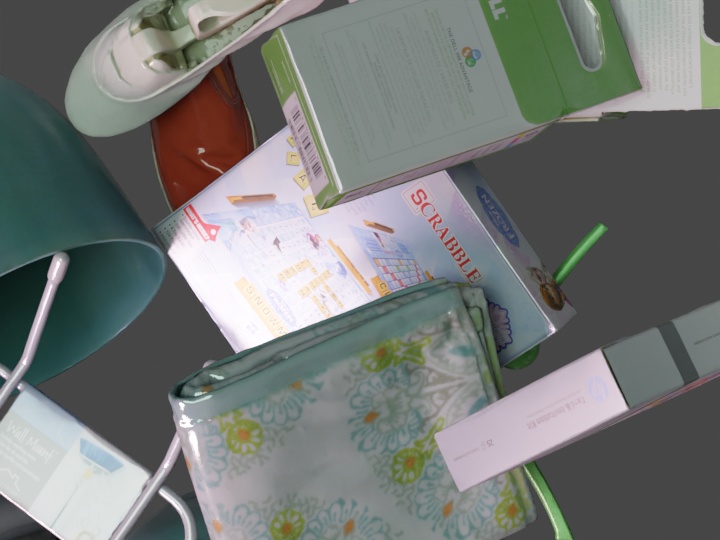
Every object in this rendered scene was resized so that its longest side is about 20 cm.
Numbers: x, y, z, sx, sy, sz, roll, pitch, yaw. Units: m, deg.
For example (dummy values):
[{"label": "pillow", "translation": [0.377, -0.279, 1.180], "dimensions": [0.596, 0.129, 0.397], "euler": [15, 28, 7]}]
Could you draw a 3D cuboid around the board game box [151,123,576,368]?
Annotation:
[{"label": "board game box", "translation": [0.000, 0.000, 1.669], "dimensions": [0.199, 0.041, 0.201], "euler": [-34, 90, 29]}]

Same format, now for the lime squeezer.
[{"label": "lime squeezer", "translation": [0.109, 0.066, 1.682], "dimensions": [0.070, 0.038, 0.202], "euler": [7, 93, 18]}]

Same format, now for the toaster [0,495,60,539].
[{"label": "toaster", "translation": [-0.313, 0.167, 1.782], "dimensions": [0.200, 0.119, 0.181], "euler": [-40, 81, 15]}]

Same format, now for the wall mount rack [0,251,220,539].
[{"label": "wall mount rack", "translation": [-0.174, 0.097, 1.628], "dimensions": [0.199, 0.075, 0.174], "euler": [34, 90, 11]}]

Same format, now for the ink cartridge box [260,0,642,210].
[{"label": "ink cartridge box", "translation": [0.053, -0.118, 1.583], "dimensions": [0.199, 0.059, 0.105], "euler": [-19, 85, -15]}]

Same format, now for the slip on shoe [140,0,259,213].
[{"label": "slip on shoe", "translation": [-0.110, -0.116, 1.734], "dimensions": [0.073, 0.061, 0.202], "euler": [-5, 92, 16]}]

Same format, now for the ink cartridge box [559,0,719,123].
[{"label": "ink cartridge box", "translation": [0.154, -0.165, 1.640], "dimensions": [0.198, 0.076, 0.149], "euler": [-1, 92, 17]}]

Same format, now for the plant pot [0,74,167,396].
[{"label": "plant pot", "translation": [-0.246, -0.029, 1.718], "dimensions": [0.200, 0.200, 0.162], "euler": [-34, 70, 16]}]

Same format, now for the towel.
[{"label": "towel", "translation": [-0.001, 0.111, 1.601], "dimensions": [0.199, 0.048, 0.172], "euler": [-21, 112, -10]}]

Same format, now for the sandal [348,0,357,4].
[{"label": "sandal", "translation": [0.031, -0.147, 1.683], "dimensions": [0.059, 0.079, 0.208], "euler": [-18, 98, 4]}]

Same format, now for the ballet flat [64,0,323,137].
[{"label": "ballet flat", "translation": [-0.108, -0.151, 1.668], "dimensions": [0.199, 0.069, 0.070], "euler": [-30, 83, 11]}]

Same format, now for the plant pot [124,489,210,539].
[{"label": "plant pot", "translation": [-0.096, 0.243, 1.706], "dimensions": [0.199, 0.134, 0.202], "euler": [1, 93, 18]}]

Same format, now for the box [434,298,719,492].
[{"label": "box", "translation": [0.162, 0.060, 1.554], "dimensions": [0.156, 0.199, 0.041], "euler": [-31, 82, 48]}]
